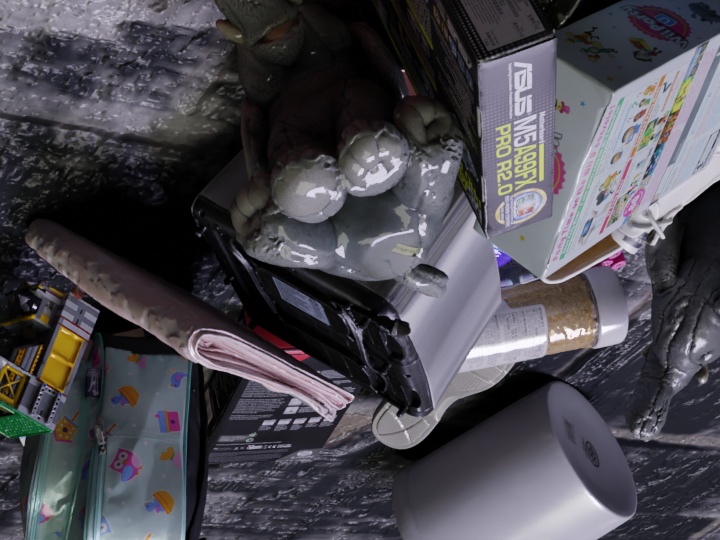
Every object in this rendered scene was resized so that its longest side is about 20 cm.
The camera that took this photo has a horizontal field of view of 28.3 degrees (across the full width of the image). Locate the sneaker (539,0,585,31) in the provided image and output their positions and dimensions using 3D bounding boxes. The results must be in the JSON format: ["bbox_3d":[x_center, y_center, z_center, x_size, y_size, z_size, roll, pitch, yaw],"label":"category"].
[{"bbox_3d":[0.144,-0.220,0.858,0.200,0.079,0.089,-44,-178,16],"label":"sneaker"}]

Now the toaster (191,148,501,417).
[{"bbox_3d":[0.000,0.000,1.012,0.119,0.199,0.181,-53,152,-17],"label":"toaster"}]

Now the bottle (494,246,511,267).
[{"bbox_3d":[0.130,-0.091,1.032,0.083,0.065,0.200,33,119,-17],"label":"bottle"}]

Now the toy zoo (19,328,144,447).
[{"bbox_3d":[-0.239,0.122,1.257,0.130,0.021,0.201,-13,148,-6],"label":"toy zoo"}]

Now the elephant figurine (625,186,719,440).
[{"bbox_3d":[0.283,0.019,1.157,0.141,0.156,0.200,-18,-171,35],"label":"elephant figurine"}]

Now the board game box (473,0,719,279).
[{"bbox_3d":[0.172,-0.101,0.913,0.199,0.064,0.148,-30,148,-40],"label":"board game box"}]

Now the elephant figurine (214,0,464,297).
[{"bbox_3d":[-0.024,-0.101,0.826,0.140,0.201,0.156,-5,140,-26],"label":"elephant figurine"}]

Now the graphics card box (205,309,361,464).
[{"bbox_3d":[-0.069,0.106,1.282,0.124,0.051,0.200,-1,145,-24],"label":"graphics card box"}]

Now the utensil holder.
[{"bbox_3d":[0.161,0.231,1.476,0.199,0.171,0.169,-34,145,24],"label":"utensil holder"}]

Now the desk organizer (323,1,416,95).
[{"bbox_3d":[0.035,-0.132,0.938,0.198,0.072,0.077,-11,146,-9],"label":"desk organizer"}]

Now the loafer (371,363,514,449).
[{"bbox_3d":[0.079,0.088,1.329,0.072,0.063,0.200,36,125,-13],"label":"loafer"}]

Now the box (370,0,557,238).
[{"bbox_3d":[0.050,-0.143,0.799,0.044,0.201,0.161,-20,148,-5],"label":"box"}]

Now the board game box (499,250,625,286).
[{"bbox_3d":[0.119,-0.028,1.183,0.198,0.026,0.200,-19,148,4],"label":"board game box"}]

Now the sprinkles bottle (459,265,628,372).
[{"bbox_3d":[0.124,0.046,1.210,0.198,0.069,0.068,-10,148,-10],"label":"sprinkles bottle"}]

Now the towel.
[{"bbox_3d":[-0.124,0.038,1.034,0.191,0.199,0.032,33,86,-51],"label":"towel"}]

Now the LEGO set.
[{"bbox_3d":[-0.288,0.045,1.042,0.153,0.117,0.199,32,149,-27],"label":"LEGO set"}]

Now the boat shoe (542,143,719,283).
[{"bbox_3d":[0.207,-0.046,1.071,0.199,0.070,0.071,-28,139,37],"label":"boat shoe"}]

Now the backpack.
[{"bbox_3d":[-0.193,0.168,1.136,0.152,0.201,0.176,-1,146,-18],"label":"backpack"}]
